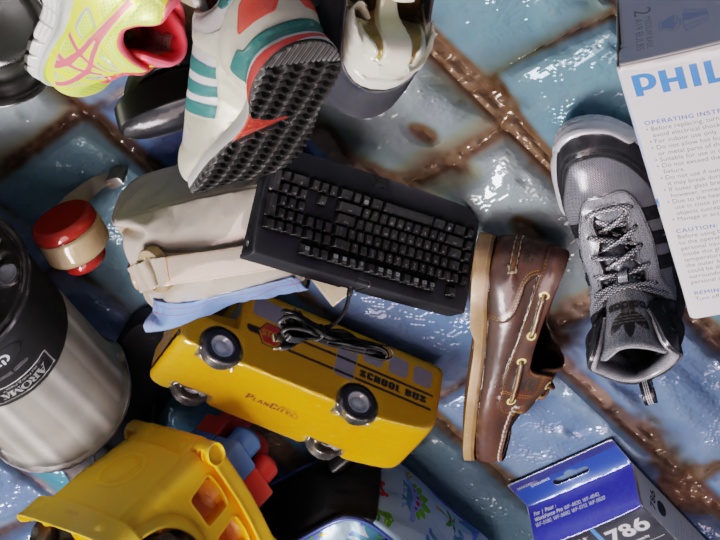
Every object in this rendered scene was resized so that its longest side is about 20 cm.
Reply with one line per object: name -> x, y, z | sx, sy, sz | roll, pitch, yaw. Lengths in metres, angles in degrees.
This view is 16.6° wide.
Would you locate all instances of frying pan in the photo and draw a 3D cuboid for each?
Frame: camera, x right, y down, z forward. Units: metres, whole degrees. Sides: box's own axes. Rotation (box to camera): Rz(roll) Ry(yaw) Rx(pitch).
frying pan -> -0.285, -0.153, 1.601 | 0.189, 0.031, 0.115 | -1, 132, 11

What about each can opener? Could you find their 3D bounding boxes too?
can opener -> -0.062, -0.130, 1.583 | 0.199, 0.079, 0.063 | -18, 142, 4

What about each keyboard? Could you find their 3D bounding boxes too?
keyboard -> 0.000, 0.000, 1.619 | 0.200, 0.128, 0.021 | 15, 177, -42

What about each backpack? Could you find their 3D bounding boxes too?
backpack -> 0.001, 0.251, 1.865 | 0.183, 0.147, 0.200 | -32, 125, 32

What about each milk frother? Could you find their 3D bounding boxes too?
milk frother -> -0.284, 0.029, 1.711 | 0.180, 0.201, 0.188 | -23, 149, 5

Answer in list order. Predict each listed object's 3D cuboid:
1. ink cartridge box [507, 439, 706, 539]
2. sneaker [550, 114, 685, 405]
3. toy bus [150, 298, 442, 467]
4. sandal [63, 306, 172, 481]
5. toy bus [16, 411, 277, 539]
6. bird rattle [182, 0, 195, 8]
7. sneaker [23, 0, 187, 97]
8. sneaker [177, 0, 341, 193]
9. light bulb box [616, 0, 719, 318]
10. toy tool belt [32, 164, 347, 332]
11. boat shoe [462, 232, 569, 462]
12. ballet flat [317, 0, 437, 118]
ink cartridge box -> 0.206, 0.216, 1.887 | 0.099, 0.039, 0.200 | -27, 124, 28
sneaker -> 0.176, -0.003, 1.637 | 0.075, 0.114, 0.200 | -11, 130, 15
toy bus -> -0.045, 0.074, 1.749 | 0.199, 0.079, 0.065 | 23, 141, -15
sandal -> -0.176, 0.106, 1.819 | 0.076, 0.043, 0.201 | 17, 132, -9
toy bus -> -0.118, 0.199, 1.762 | 0.135, 0.192, 0.200 | 8, 135, 47
bird rattle -> -0.062, -0.215, 1.506 | 0.200, 0.113, 0.163 | 27, 142, -35
sneaker -> -0.150, -0.145, 1.515 | 0.090, 0.078, 0.200 | 32, 163, 2
sneaker -> -0.071, -0.123, 1.489 | 0.070, 0.094, 0.200 | -14, 162, -23
light bulb box -> 0.229, -0.116, 1.472 | 0.124, 0.199, 0.200 | -12, 129, 13
toy tool belt -> -0.110, -0.005, 1.659 | 0.199, 0.125, 0.123 | -15, 121, 19
boat shoe -> 0.108, 0.061, 1.731 | 0.070, 0.071, 0.201 | 7, 133, 5
ballet flat -> 0.015, -0.161, 1.425 | 0.073, 0.073, 0.201 | 9, 125, -3
